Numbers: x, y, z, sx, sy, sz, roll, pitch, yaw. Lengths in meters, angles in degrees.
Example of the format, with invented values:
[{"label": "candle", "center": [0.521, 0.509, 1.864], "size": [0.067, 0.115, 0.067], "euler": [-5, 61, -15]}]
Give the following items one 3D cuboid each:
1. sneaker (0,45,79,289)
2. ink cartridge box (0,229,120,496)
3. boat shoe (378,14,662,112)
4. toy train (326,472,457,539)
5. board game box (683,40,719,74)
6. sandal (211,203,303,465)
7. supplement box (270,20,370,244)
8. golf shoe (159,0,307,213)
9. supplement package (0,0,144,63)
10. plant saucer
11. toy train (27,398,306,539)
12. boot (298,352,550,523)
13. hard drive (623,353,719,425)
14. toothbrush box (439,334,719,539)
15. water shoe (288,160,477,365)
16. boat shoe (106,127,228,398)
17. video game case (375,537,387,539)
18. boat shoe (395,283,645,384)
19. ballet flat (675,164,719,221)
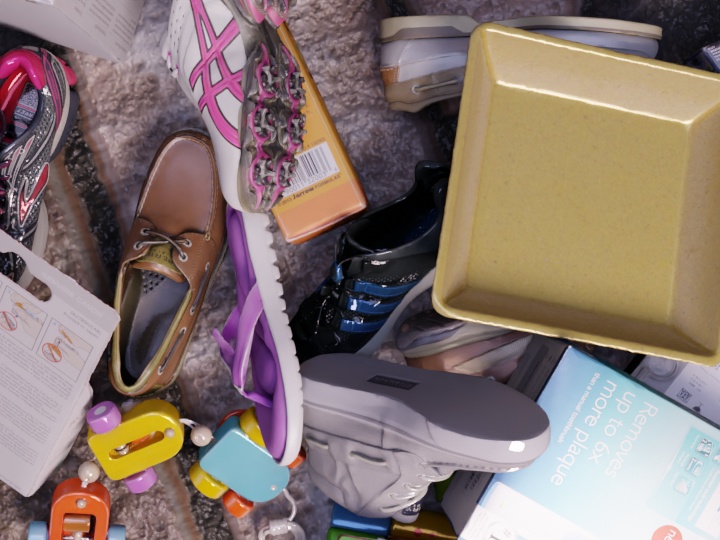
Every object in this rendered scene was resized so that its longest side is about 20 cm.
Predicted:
[{"label": "sneaker", "center": [-0.264, -0.065, 0.926], "size": [0.080, 0.075, 0.200], "euler": [13, 91, 1]}, {"label": "ink cartridge box", "center": [-0.252, 0.044, 0.889], "size": [0.161, 0.050, 0.200], "euler": [35, 123, 2]}, {"label": "boat shoe", "center": [0.113, -0.147, 0.923], "size": [0.200, 0.075, 0.069], "euler": [1, 95, 8]}, {"label": "toy train", "center": [0.070, 0.196, 0.917], "size": [0.200, 0.085, 0.116], "euler": [9, 76, 1]}, {"label": "board game box", "center": [0.365, -0.100, 0.917], "size": [0.200, 0.062, 0.200], "euler": [-22, 90, 1]}, {"label": "sandal", "center": [-0.080, 0.041, 0.888], "size": [0.050, 0.082, 0.203], "euler": [-4, 63, -16]}, {"label": "supplement box", "center": [-0.062, -0.121, 0.926], "size": [0.069, 0.067, 0.200], "euler": [-23, 88, 4]}, {"label": "golf shoe", "center": [-0.089, -0.136, 0.867], "size": [0.092, 0.073, 0.200], "euler": [-5, 87, 27]}, {"label": "supplement package", "center": [-0.236, -0.229, 0.864], "size": [0.155, 0.200, 0.111], "euler": [18, 89, 2]}, {"label": "plant saucer", "center": [0.151, -0.047, 0.862], "size": [0.200, 0.048, 0.200], "euler": [11, 78, -8]}, {"label": "toy train", "center": [-0.138, 0.154, 0.935], "size": [0.200, 0.056, 0.150], "euler": [1, 116, -8]}, {"label": "boot", "center": [0.039, 0.119, 0.835], "size": [0.073, 0.200, 0.096], "euler": [-21, 114, -41]}, {"label": "hard drive", "center": [0.273, 0.082, 0.930], "size": [0.140, 0.038, 0.200], "euler": [39, 91, 2]}, {"label": "toothbrush box", "center": [0.177, 0.151, 0.859], "size": [0.200, 0.085, 0.147], "euler": [30, 93, -8]}, {"label": "water shoe", "center": [0.000, 0.000, 0.902], "size": [0.200, 0.079, 0.072], "euler": [-43, 45, 6]}, {"label": "boat shoe", "center": [-0.136, -0.006, 0.925], "size": [0.072, 0.068, 0.200], "euler": [9, 89, 2]}, {"label": "video game case", "center": [0.050, 0.261, 0.873], "size": [0.143, 0.017, 0.200], "euler": [17, 132, -3]}, {"label": "boat shoe", "center": [0.128, 0.049, 0.921], "size": [0.200, 0.076, 0.072], "euler": [-14, 100, 4]}, {"label": "ballet flat", "center": [0.286, -0.038, 0.878], "size": [0.067, 0.200, 0.064], "euler": [-53, 132, -8]}]
